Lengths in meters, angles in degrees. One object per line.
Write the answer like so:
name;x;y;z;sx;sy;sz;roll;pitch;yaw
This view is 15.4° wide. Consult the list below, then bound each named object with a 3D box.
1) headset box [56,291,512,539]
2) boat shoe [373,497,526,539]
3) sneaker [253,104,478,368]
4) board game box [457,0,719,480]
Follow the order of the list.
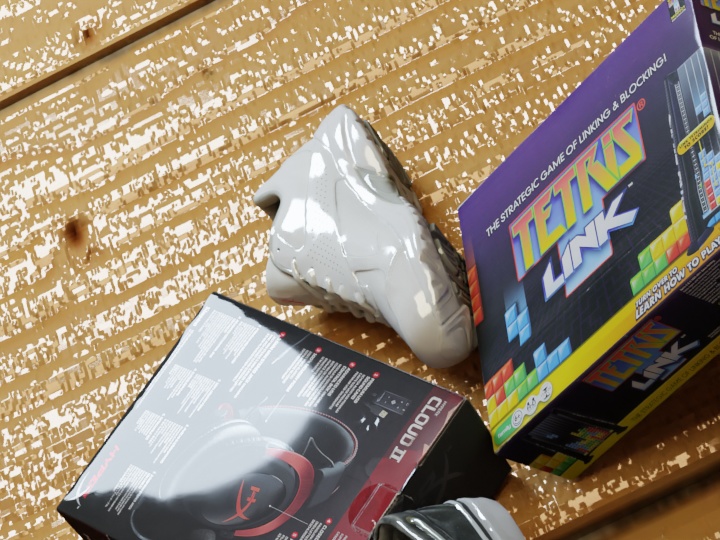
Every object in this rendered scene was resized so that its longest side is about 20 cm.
headset box;-0.032;0.115;1.366;0.200;0.075;0.149;21;67;36
boat shoe;0.063;0.180;1.225;0.071;0.072;0.200;-4;32;-25
sneaker;0.000;0.000;1.449;0.099;0.078;0.200;-37;39;6
board game box;0.134;-0.019;1.332;0.200;0.057;0.166;-46;38;37
